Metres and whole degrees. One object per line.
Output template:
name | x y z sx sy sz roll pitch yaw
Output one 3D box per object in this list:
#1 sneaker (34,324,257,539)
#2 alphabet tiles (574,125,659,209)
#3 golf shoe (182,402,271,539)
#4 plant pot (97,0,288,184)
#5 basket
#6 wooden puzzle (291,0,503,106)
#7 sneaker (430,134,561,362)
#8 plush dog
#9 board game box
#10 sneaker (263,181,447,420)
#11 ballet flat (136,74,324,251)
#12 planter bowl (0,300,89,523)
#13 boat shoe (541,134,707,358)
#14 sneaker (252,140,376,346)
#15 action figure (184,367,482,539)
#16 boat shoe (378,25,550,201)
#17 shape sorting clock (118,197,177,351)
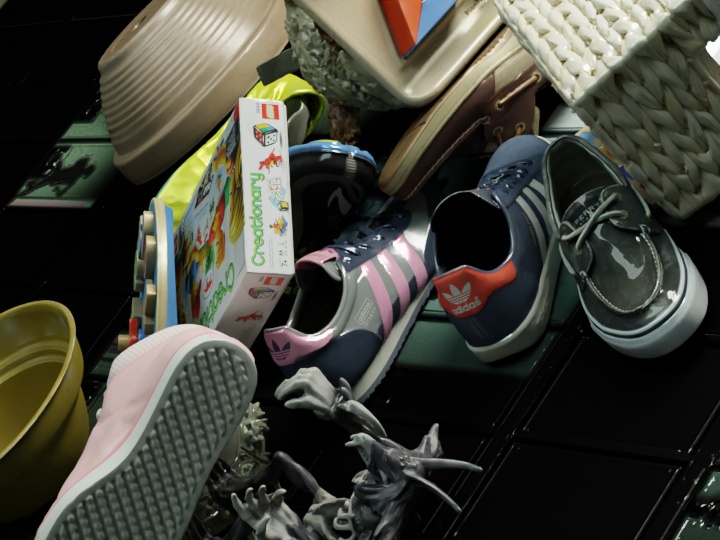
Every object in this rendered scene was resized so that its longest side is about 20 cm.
sneaker | -0.140 0.118 1.449 0.200 0.075 0.105 -56 21 0
alphabet tiles | 0.224 -0.119 1.531 0.166 0.006 0.200 -42 29 -1
golf shoe | -0.131 0.160 1.520 0.097 0.078 0.200 -19 35 46
plant pot | -0.149 -0.174 1.929 0.201 0.093 0.201 -42 15 13
basket | 0.184 -0.140 1.467 0.123 0.136 0.200 -41 29 10
wooden puzzle | 0.025 -0.239 1.621 0.185 0.200 0.046 -49 -1 -24
sneaker | 0.087 -0.036 1.505 0.075 0.085 0.200 -26 32 27
plush dog | 0.021 -0.165 1.709 0.172 0.200 0.161 -157 78 -69
board game box | -0.087 -0.011 1.556 0.200 0.035 0.126 123 148 -58
sneaker | 0.000 0.000 1.564 0.070 0.082 0.200 -14 39 40
ballet flat | -0.095 -0.075 1.809 0.067 0.067 0.200 16 60 42
planter bowl | -0.261 0.123 1.715 0.200 0.083 0.200 -31 31 21
boat shoe | 0.147 -0.017 1.418 0.072 0.071 0.200 -38 29 7
sneaker | -0.044 -0.017 1.621 0.200 0.071 0.083 -53 31 42
action figure | -0.028 0.130 1.405 0.200 0.102 0.119 -21 33 40
boat shoe | 0.095 -0.111 1.610 0.200 0.072 0.072 -47 4 -23
shape sorting clock | -0.146 0.050 1.601 0.039 0.200 0.200 -1 32 -6
